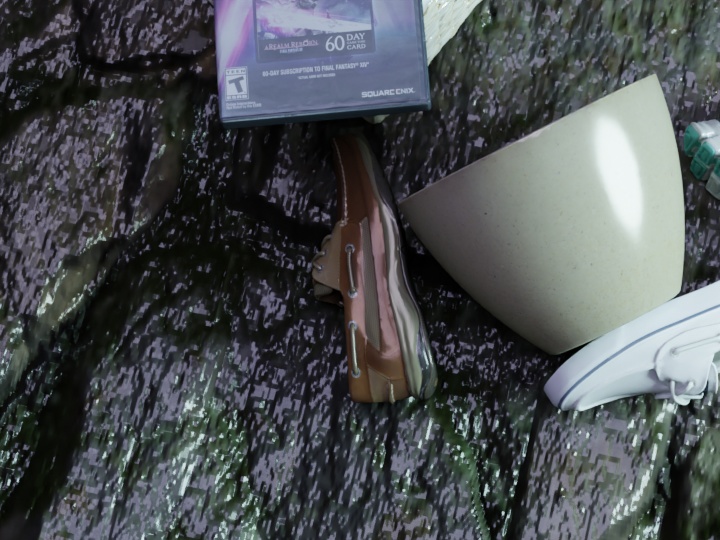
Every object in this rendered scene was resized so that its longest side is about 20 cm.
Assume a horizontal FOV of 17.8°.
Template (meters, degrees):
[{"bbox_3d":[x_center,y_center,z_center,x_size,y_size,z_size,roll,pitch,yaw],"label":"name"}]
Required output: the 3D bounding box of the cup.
[{"bbox_3d":[0.145,-0.028,1.585,0.199,0.200,0.144,-27,91,-5],"label":"cup"}]

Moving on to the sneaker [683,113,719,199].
[{"bbox_3d":[0.324,-0.053,1.628,0.091,0.078,0.200,-38,75,-12],"label":"sneaker"}]

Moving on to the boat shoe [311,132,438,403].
[{"bbox_3d":[0.000,0.000,1.633,0.073,0.076,0.201,-14,71,3],"label":"boat shoe"}]

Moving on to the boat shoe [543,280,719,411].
[{"bbox_3d":[0.227,0.058,1.598,0.199,0.074,0.066,-26,70,-2],"label":"boat shoe"}]

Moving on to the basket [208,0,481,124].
[{"bbox_3d":[-0.003,-0.248,1.667,0.200,0.161,0.198,37,78,15],"label":"basket"}]

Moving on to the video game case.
[{"bbox_3d":[-0.030,-0.199,1.563,0.142,0.019,0.201,-5,74,3],"label":"video game case"}]
